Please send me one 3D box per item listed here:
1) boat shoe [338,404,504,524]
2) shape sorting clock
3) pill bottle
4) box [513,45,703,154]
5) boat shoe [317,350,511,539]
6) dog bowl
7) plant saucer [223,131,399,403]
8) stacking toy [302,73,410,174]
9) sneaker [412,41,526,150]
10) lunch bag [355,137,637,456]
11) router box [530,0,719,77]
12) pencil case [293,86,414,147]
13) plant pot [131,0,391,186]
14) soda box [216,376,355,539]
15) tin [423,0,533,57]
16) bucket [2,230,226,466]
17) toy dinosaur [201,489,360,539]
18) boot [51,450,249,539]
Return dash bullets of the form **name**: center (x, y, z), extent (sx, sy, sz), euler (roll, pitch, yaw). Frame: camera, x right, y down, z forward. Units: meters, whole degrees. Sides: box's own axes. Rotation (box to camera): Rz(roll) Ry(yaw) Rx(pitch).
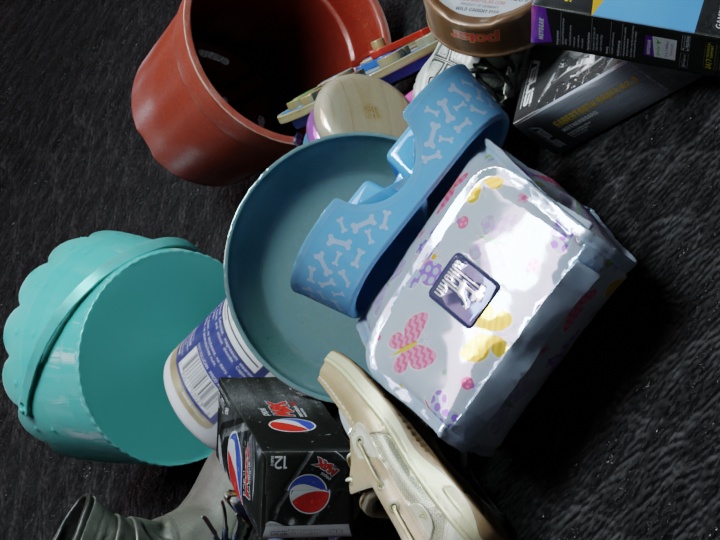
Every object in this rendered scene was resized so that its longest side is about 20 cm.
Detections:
- **boat shoe**: center (0.046, 0.128, 1.626), extent (0.064, 0.071, 0.200), euler (-47, 37, 11)
- **shape sorting clock**: center (0.021, -0.170, 1.953), extent (0.199, 0.039, 0.200), euler (-25, 3, 1)
- **pill bottle**: center (-0.053, 0.047, 1.854), extent (0.200, 0.111, 0.111), euler (-44, 27, 28)
- **box**: center (0.196, -0.200, 1.755), extent (0.158, 0.048, 0.201), euler (-29, 37, 48)
- **boat shoe**: center (0.019, 0.128, 1.542), extent (0.065, 0.072, 0.200), euler (-44, 50, 5)
- **dog bowl**: center (0.032, -0.051, 1.680), extent (0.200, 0.049, 0.112), euler (-51, -15, -6)
- **plant saucer**: center (0.000, 0.000, 1.753), extent (0.201, 0.199, 0.036), euler (-60, -6, -5)
- **stacking toy**: center (-0.026, -0.063, 1.869), extent (0.200, 0.085, 0.086), euler (123, 164, -49)
- **sneaker**: center (0.091, -0.166, 1.793), extent (0.088, 0.075, 0.201), euler (132, 149, -51)
- **lunch bag**: center (0.088, 0.017, 1.583), extent (0.170, 0.127, 0.200), euler (-54, 15, 9)
- **router box**: center (0.209, -0.233, 1.654), extent (0.051, 0.148, 0.201), euler (85, -162, -57)
- **pencil case**: center (0.034, -0.105, 1.908), extent (0.200, 0.091, 0.094), euler (-23, 35, 48)
- **plant pot**: center (-0.103, -0.175, 2.144), extent (0.195, 0.200, 0.202), euler (-32, 33, 58)
- **soda box**: center (-0.056, 0.130, 1.702), extent (0.200, 0.070, 0.064), euler (-135, 46, -73)
- **tin**: center (0.115, -0.242, 1.774), extent (0.111, 0.042, 0.201), euler (10, 55, 19)
- **bucket**: center (-0.183, 0.067, 1.984), extent (0.135, 0.207, 0.208), euler (4, 64, 58)
- **toy dinosaur**: center (-0.084, 0.233, 1.728), extent (0.182, 0.105, 0.201), euler (-99, 34, -82)
- **boot**: center (-0.164, 0.204, 1.852), extent (0.068, 0.130, 0.201), euler (-17, 46, 54)
